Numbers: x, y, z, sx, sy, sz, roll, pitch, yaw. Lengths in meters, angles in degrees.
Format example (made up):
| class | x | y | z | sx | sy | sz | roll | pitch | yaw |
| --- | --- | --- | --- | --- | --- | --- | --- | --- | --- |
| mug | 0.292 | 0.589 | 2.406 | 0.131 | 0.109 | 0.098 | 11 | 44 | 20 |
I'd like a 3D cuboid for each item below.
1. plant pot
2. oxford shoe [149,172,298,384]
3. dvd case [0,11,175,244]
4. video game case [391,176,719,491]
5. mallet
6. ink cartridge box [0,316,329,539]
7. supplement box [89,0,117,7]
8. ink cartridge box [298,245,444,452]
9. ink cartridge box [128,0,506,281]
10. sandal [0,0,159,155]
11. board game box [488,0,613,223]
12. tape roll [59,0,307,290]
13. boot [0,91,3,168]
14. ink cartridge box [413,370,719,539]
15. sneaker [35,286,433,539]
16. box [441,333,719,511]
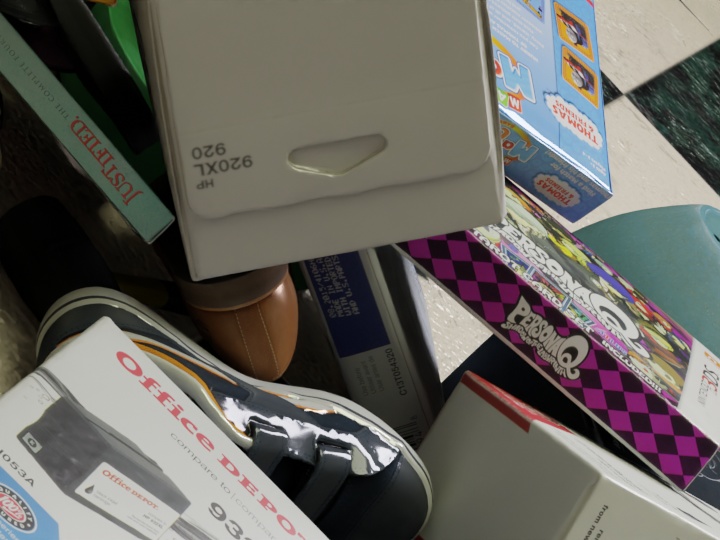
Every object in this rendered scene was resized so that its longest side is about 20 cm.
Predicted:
| class | x | y | z | sx | sy | sz | roll | pitch | yaw |
| --- | --- | --- | --- | --- | --- | --- | --- | --- | --- |
| plant pot | 0.205 | 0.035 | 1.594 | 0.200 | 0.135 | 0.200 | 38 | 21 | -18 |
| oxford shoe | -0.065 | -0.005 | 1.191 | 0.200 | 0.071 | 0.071 | -103 | 176 | -65 |
| dvd case | -0.151 | -0.084 | 1.167 | 0.146 | 0.022 | 0.200 | 50 | -2 | -13 |
| video game case | 0.102 | 0.016 | 1.249 | 0.200 | 0.036 | 0.181 | 41 | 14 | 2 |
| mallet | -0.109 | 0.003 | 1.200 | 0.066 | 0.041 | 0.200 | 51 | 16 | 17 |
| ink cartridge box | -0.103 | 0.117 | 0.919 | 0.145 | 0.084 | 0.200 | 45 | 20 | 0 |
| supplement box | -0.202 | -0.212 | 1.095 | 0.197 | 0.133 | 0.200 | 13 | 6 | -18 |
| ink cartridge box | 0.000 | 0.000 | 1.278 | 0.200 | 0.043 | 0.197 | -101 | 172 | -59 |
| ink cartridge box | -0.028 | -0.112 | 1.129 | 0.200 | 0.147 | 0.145 | -112 | -168 | -61 |
| sandal | -0.170 | -0.134 | 1.286 | 0.201 | 0.048 | 0.075 | 54 | -7 | 34 |
| board game box | 0.073 | -0.140 | 1.369 | 0.151 | 0.037 | 0.200 | 33 | 36 | -30 |
| tape roll | -0.078 | -0.078 | 1.384 | 0.200 | 0.048 | 0.201 | 39 | 21 | -18 |
| boot | -0.211 | -0.056 | 1.061 | 0.200 | 0.073 | 0.150 | 50 | 20 | 26 |
| ink cartridge box | 0.132 | 0.143 | 1.159 | 0.200 | 0.084 | 0.144 | 30 | 3 | -28 |
| sneaker | -0.056 | 0.085 | 1.085 | 0.200 | 0.079 | 0.079 | 27 | 20 | -16 |
| box | 0.147 | 0.131 | 1.341 | 0.200 | 0.107 | 0.149 | 36 | 23 | -27 |
